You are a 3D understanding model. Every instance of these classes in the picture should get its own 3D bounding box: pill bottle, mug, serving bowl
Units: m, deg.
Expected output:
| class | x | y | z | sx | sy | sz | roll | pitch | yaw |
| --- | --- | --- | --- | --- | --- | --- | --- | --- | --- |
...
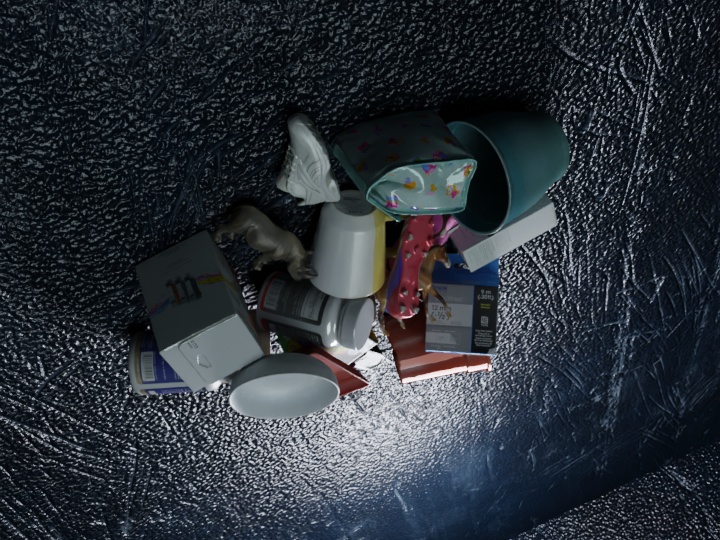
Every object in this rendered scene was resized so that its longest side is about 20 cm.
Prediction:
| class | x | y | z | sx | sy | sz | roll | pitch | yaw |
| --- | --- | --- | --- | --- | --- | --- | --- | --- | --- |
| pill bottle | -0.315 | 0.165 | 1.562 | 0.196 | 0.117 | 0.117 | -3 | 141 | 3 |
| mug | -0.008 | -0.065 | 1.529 | 0.186 | 0.148 | 0.155 | -36 | 145 | -42 |
| serving bowl | -0.137 | 0.197 | 1.517 | 0.196 | 0.067 | 0.201 | -5 | 149 | -3 |
| pill bottle | -0.082 | 0.076 | 1.565 | 0.197 | 0.115 | 0.115 | 14 | 147 | 20 |

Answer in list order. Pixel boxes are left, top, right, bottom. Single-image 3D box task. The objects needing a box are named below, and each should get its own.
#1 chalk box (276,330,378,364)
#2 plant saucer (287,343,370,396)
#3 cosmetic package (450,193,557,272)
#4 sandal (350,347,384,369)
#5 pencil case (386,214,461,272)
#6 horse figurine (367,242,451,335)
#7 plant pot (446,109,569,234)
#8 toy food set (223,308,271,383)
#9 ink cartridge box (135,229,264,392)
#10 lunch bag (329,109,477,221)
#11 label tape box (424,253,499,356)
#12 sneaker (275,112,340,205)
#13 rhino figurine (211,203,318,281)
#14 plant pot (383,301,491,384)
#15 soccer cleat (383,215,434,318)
| class | x | y | z | sx | sy | sz | roll | pitch | yaw |
| --- | --- | --- | --- | --- | --- | --- | --- | --- | --- |
| chalk box | -0.088 | 0.134 | 1.703 | 0.199 | 0.125 | 0.125 | -36 | 142 | 13 |
| plant saucer | -0.112 | 0.206 | 1.636 | 0.198 | 0.037 | 0.200 | -23 | 146 | 24 |
| cosmetic package | 0.270 | -0.100 | 1.658 | 0.198 | 0.114 | 0.081 | -31 | 143 | 3 |
| sandal | -0.017 | 0.192 | 1.872 | 0.199 | 0.048 | 0.075 | 15 | 126 | -42 |
| pencil case | 0.125 | -0.056 | 1.616 | 0.090 | 0.094 | 0.201 | 11 | 123 | -51 |
| horse figurine | 0.084 | 0.040 | 1.580 | 0.197 | 0.135 | 0.050 | -17 | -178 | 21 |
| plant pot | 0.257 | -0.190 | 1.493 | 0.186 | 0.200 | 0.202 | -25 | 146 | -29 |
| toy food set | -0.250 | 0.152 | 1.690 | 0.141 | 0.061 | 0.202 | -5 | 138 | -8 |
| ink cartridge box | -0.273 | 0.070 | 1.452 | 0.143 | 0.201 | 0.146 | -26 | 143 | -1 |
| lunch bag | 0.064 | -0.173 | 1.399 | 0.197 | 0.171 | 0.123 | -9 | 132 | -21 |
| label tape box | 0.205 | 0.065 | 1.702 | 0.141 | 0.204 | 0.066 | 3 | 177 | 9 |
| sneaker | -0.097 | -0.168 | 1.389 | 0.098 | 0.079 | 0.201 | -21 | 141 | -2 |
| rhino figurine | -0.151 | -0.042 | 1.466 | 0.199 | 0.060 | 0.087 | 35 | 118 | -19 |
| plant pot | 0.158 | 0.144 | 1.822 | 0.192 | 0.203 | 0.202 | -15 | 142 | -1 |
| soccer cleat | 0.081 | -0.015 | 1.515 | 0.066 | 0.076 | 0.204 | 10 | 88 | -33 |
